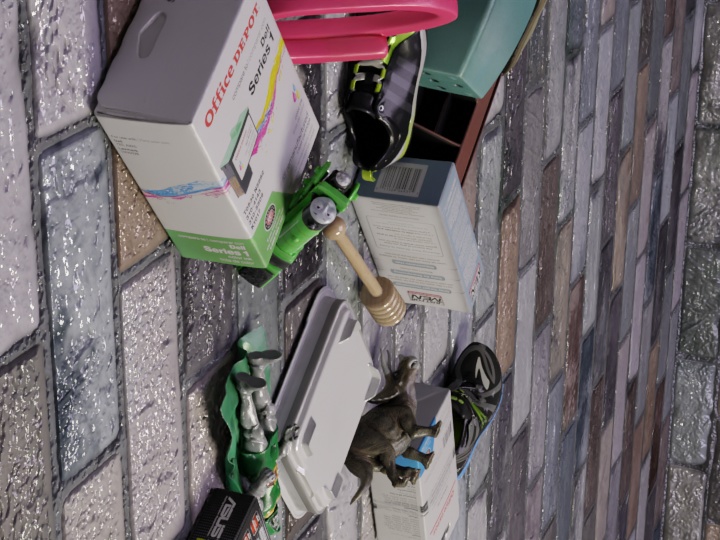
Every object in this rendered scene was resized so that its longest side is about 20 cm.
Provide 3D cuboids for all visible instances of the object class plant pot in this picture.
[{"bbox_3d":[0.101,-0.292,1.718,0.141,0.141,0.201,27,79,-68],"label":"plant pot"}]

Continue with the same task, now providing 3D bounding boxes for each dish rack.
[{"bbox_3d":[-0.032,0.137,1.660,0.172,0.043,0.201,70,36,-54],"label":"dish rack"}]

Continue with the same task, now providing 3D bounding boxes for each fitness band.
[{"bbox_3d":[-0.019,-0.208,1.351,0.144,0.199,0.038,133,-49,-76],"label":"fitness band"}]

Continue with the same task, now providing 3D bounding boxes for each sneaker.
[{"bbox_3d":[0.021,-0.183,1.629,0.083,0.071,0.201,-48,142,-54],"label":"sneaker"},{"bbox_3d":[0.127,0.172,2.058,0.083,0.070,0.200,80,29,-54],"label":"sneaker"}]

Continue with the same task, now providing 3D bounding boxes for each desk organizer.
[{"bbox_3d":[0.090,-0.167,1.822,0.077,0.071,0.201,66,38,-52],"label":"desk organizer"}]

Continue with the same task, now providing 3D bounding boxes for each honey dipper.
[{"bbox_3d":[0.000,0.000,1.685,0.200,0.038,0.038,54,49,-58],"label":"honey dipper"}]

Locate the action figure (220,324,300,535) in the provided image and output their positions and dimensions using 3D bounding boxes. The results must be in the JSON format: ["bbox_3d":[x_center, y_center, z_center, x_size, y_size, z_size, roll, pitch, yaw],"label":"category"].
[{"bbox_3d":[-0.091,0.165,1.506,0.118,0.054,0.201,-61,155,-49],"label":"action figure"}]

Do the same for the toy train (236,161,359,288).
[{"bbox_3d":[-0.056,-0.034,1.386,0.057,0.042,0.200,-58,-171,-26],"label":"toy train"}]

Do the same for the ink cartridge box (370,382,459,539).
[{"bbox_3d":[0.063,0.243,1.920,0.116,0.067,0.201,-57,149,-47],"label":"ink cartridge box"}]

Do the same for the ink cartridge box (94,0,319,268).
[{"bbox_3d":[-0.113,-0.117,1.280,0.200,0.083,0.146,66,38,-56],"label":"ink cartridge box"}]

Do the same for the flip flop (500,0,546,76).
[{"bbox_3d":[0.166,-0.290,1.862,0.058,0.081,0.200,-44,171,-36],"label":"flip flop"}]

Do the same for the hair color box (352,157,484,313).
[{"bbox_3d":[0.063,-0.038,1.761,0.200,0.098,0.061,70,35,-53],"label":"hair color box"}]

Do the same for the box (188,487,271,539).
[{"bbox_3d":[-0.123,0.320,1.491,0.201,0.044,0.161,78,29,-44],"label":"box"}]

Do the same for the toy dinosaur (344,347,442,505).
[{"bbox_3d":[0.022,0.185,1.772,0.200,0.102,0.077,-53,160,-36],"label":"toy dinosaur"}]
